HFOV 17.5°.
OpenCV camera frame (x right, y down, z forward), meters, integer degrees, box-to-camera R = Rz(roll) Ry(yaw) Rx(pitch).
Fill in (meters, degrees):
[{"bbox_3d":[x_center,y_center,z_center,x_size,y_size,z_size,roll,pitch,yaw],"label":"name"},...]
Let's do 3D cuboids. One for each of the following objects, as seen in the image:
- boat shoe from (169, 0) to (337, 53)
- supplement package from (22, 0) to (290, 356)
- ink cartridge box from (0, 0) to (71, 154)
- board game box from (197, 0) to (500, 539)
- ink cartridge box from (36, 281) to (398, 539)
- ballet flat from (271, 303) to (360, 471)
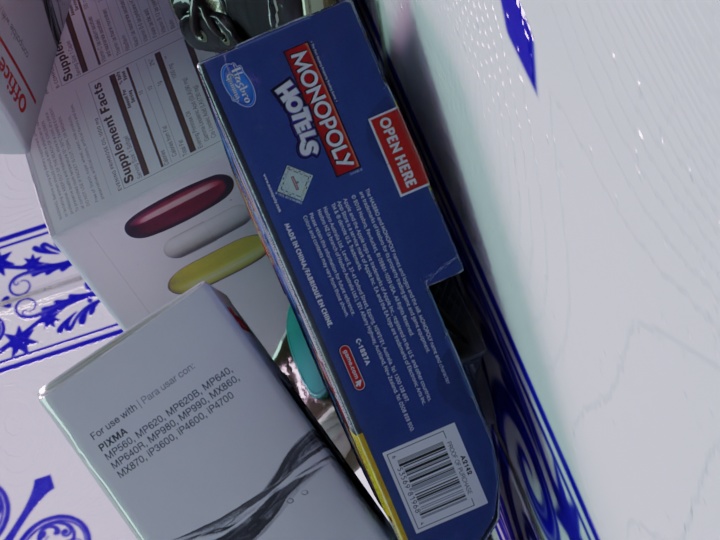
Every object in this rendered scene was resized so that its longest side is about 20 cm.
[{"bbox_3d":[-0.049,-0.118,0.979,0.200,0.065,0.072,-123,31,-72],"label":"boat shoe"},{"bbox_3d":[-0.079,-0.039,1.140,0.200,0.111,0.156,58,-172,-51],"label":"supplement package"},{"bbox_3d":[-0.181,-0.131,1.039,0.116,0.068,0.200,65,-148,-58],"label":"ink cartridge box"},{"bbox_3d":[0.000,0.000,0.909,0.200,0.062,0.200,-132,18,-83],"label":"board game box"},{"bbox_3d":[-0.037,0.107,0.966,0.200,0.084,0.144,54,178,2],"label":"ink cartridge box"},{"bbox_3d":[-0.009,0.049,1.073,0.200,0.069,0.069,-61,38,39],"label":"ballet flat"}]
